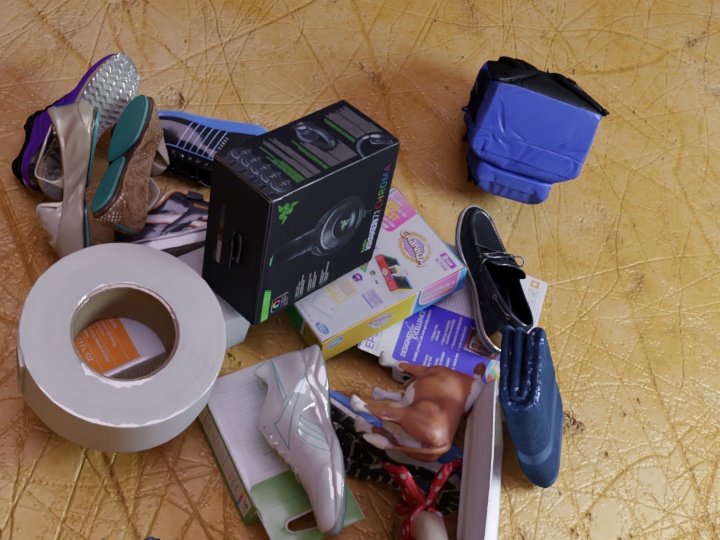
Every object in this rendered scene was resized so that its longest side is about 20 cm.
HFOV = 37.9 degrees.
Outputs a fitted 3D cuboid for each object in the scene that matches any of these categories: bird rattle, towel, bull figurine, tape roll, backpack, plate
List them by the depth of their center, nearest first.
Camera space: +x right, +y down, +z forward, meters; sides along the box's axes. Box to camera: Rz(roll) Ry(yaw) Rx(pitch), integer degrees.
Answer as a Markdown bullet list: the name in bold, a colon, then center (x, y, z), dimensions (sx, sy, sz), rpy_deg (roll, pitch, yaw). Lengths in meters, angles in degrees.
- **bird rattle**: center (0.061, 0.286, 1.018), dimensions (0.112, 0.201, 0.163), rpy_deg (18, 14, -13)
- **tape roll**: center (-0.237, 0.075, 1.040), dimensions (0.201, 0.071, 0.203), rpy_deg (9, 59, -14)
- **plate**: center (0.122, 0.237, 1.066), dimensions (0.032, 0.200, 0.201), rpy_deg (3, 62, 10)
- **bull figurine**: center (0.065, 0.137, 1.099), dimensions (0.121, 0.065, 0.200), rpy_deg (11, 16, 13)
- **towel**: center (0.187, 0.152, 1.145), dimensions (0.048, 0.200, 0.112), rpy_deg (0, 55, 17)
- **backpack**: center (0.206, -0.191, 1.383), dimensions (0.162, 0.168, 0.200), rpy_deg (22, 23, -8)

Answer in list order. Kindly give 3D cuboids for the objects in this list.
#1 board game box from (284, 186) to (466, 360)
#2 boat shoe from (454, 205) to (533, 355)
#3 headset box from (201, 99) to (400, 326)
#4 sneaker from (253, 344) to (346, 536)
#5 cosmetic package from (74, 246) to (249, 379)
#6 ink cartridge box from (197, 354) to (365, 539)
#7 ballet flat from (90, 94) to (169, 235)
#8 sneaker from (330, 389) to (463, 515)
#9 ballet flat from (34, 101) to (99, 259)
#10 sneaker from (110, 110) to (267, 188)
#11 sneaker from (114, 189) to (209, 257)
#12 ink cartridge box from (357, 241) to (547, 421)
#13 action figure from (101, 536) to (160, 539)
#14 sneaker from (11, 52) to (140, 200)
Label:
- **board game box**: center (0.000, 0.000, 1.231), dimensions (0.199, 0.040, 0.153), rpy_deg (-26, 57, -20)
- **boat shoe**: center (0.161, 0.003, 1.241), dimensions (0.074, 0.062, 0.201), rpy_deg (18, 48, -33)
- **headset box**: center (-0.071, -0.061, 1.115), dimensions (0.093, 0.175, 0.200), rpy_deg (39, 46, 26)
- **sneaker**: center (-0.059, 0.174, 1.059), dimensions (0.080, 0.071, 0.201), rpy_deg (-10, 59, -7)
- **cosmetic package**: center (-0.228, 0.060, 1.138), dimensions (0.199, 0.071, 0.102), rpy_deg (-25, 69, -30)
- **ink cartridge box**: center (-0.089, 0.199, 1.103), dimensions (0.103, 0.059, 0.200), rpy_deg (-18, 66, -27)
- **ballet flat**: center (-0.252, -0.115, 1.184), dimensions (0.065, 0.070, 0.201), rpy_deg (40, 40, -32)
- **sneaker**: center (0.032, 0.187, 1.151), dimensions (0.199, 0.079, 0.089), rpy_deg (30, 35, 6)
- **ballet flat**: center (-0.326, -0.085, 1.154), dimensions (0.069, 0.069, 0.201), rpy_deg (4, 95, -16)
- **sneaker**: center (-0.200, -0.141, 1.274), dimensions (0.199, 0.070, 0.078), rpy_deg (1, 54, -17)
- **sneaker**: center (-0.186, -0.055, 1.219), dimensions (0.199, 0.078, 0.080), rpy_deg (-7, 67, -20)
- **ink cartridge box**: center (0.111, 0.060, 1.263), dimensions (0.199, 0.043, 0.199), rpy_deg (23, 54, -1)
- **action figure**: center (-0.190, 0.308, 0.968), dimensions (0.119, 0.199, 0.103), rpy_deg (-8, 98, -49)
- **sneaker**: center (-0.344, -0.179, 1.233), dimensions (0.099, 0.070, 0.201), rpy_deg (13, 64, 35)
